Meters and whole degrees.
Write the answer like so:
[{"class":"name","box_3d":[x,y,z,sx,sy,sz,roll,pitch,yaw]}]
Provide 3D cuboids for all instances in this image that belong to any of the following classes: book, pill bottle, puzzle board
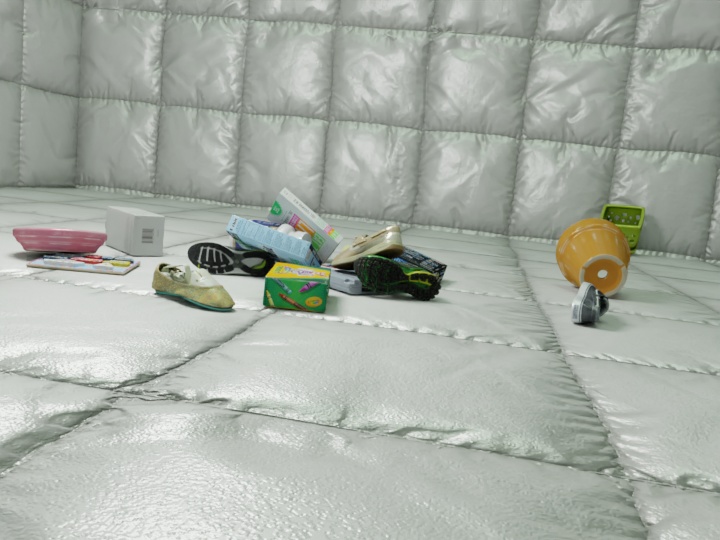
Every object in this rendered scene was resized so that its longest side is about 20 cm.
[{"class":"book","box_3d":[-0.147,-0.116,1.807,0.200,0.048,0.134,40,-33,0]},{"class":"pill bottle","box_3d":[-0.233,-0.071,1.791,0.199,0.112,0.111,9,9,20]},{"class":"puzzle board","box_3d":[-0.598,-0.018,1.492,0.199,0.017,0.151,5,8,-5]}]

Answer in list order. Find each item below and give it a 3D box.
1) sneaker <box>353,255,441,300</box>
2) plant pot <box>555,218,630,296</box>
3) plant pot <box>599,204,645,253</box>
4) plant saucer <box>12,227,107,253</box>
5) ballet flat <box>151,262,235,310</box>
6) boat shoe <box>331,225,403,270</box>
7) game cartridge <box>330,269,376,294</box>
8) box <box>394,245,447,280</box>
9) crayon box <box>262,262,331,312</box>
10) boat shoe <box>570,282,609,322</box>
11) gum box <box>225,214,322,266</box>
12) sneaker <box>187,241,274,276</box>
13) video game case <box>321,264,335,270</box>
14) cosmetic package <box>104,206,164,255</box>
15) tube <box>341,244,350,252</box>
[{"class":"sneaker","box_3d":[0.075,0.014,1.512,0.199,0.078,0.085,18,11,-18]},{"class":"plant pot","box_3d":[0.653,-0.020,1.884,0.199,0.201,0.183,7,24,5]},{"class":"plant pot","box_3d":[1.283,-0.196,3.363,0.198,0.182,0.200,9,38,25]},{"class":"plant saucer","box_3d":[-0.687,-0.066,1.565,0.199,0.051,0.201,2,-2,0]},{"class":"ballet flat","box_3d":[-0.307,0.023,1.244,0.199,0.071,0.071,12,10,35]},{"class":"boat shoe","box_3d":[0.014,-0.049,1.539,0.200,0.065,0.072,-20,-24,41]},{"class":"game cartridge","box_3d":[0.010,0.024,1.580,0.199,0.041,0.133,0,14,-39]},{"class":"box","box_3d":[0.116,-0.027,1.789,0.199,0.046,0.159,25,13,15]},{"class":"crayon box","box_3d":[-0.122,0.030,1.353,0.118,0.059,0.200,6,8,-2]},{"class":"boat shoe","box_3d":[0.503,0.072,1.476,0.067,0.072,0.200,7,11,24]},{"class":"gum box","box_3d":[-0.200,-0.056,1.616,0.199,0.045,0.170,21,-11,10]},{"class":"sneaker","box_3d":[-0.305,-0.024,1.601,0.199,0.074,0.081,11,0,-17]},{"class":"video game case","box_3d":[0.000,0.000,1.797,0.142,0.018,0.200,11,9,33]},{"class":"cosmetic package","box_3d":[-0.592,-0.105,1.782,0.085,0.108,0.200,-1,12,-39]},{"class":"tube","box_3d":[0.026,-0.033,1.935,0.058,0.052,0.200,-17,22,-36]}]
